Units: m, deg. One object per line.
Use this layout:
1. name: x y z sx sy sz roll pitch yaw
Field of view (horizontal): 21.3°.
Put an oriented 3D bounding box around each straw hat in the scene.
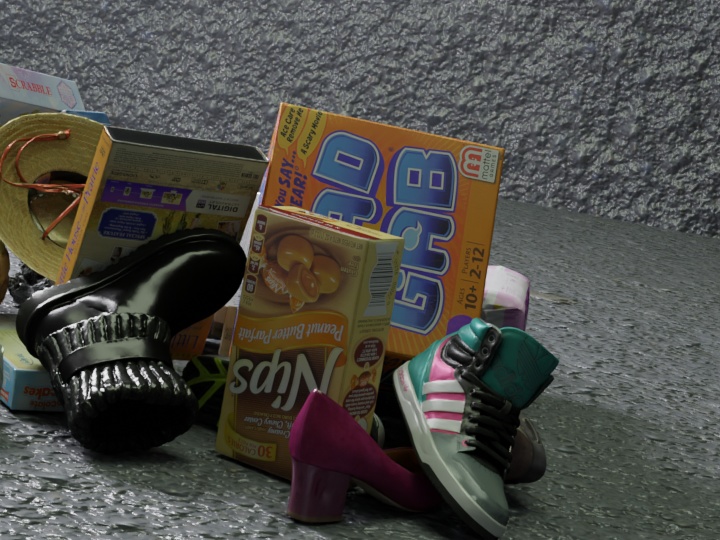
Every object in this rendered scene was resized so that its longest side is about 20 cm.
1. straw hat: -0.263 -0.042 1.745 0.199 0.085 0.202 13 51 -17

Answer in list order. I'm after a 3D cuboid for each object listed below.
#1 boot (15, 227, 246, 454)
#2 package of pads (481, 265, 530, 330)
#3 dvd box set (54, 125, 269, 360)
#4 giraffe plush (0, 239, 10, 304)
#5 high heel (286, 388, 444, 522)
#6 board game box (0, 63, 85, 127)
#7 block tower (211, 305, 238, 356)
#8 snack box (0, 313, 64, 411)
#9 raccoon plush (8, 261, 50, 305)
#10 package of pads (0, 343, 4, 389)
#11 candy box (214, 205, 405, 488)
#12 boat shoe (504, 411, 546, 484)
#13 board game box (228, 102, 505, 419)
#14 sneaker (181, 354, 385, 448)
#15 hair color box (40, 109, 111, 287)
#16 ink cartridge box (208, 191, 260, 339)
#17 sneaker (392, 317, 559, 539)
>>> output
1. boot: -0.158 0.058 1.529 0.210 0.080 0.158 -25 41 -20
2. package of pads: 0.123 0.069 1.874 0.075 0.122 0.200 11 10 5
3. dvd box set: -0.173 -0.018 1.599 0.145 0.201 0.029 5 29 -31
4. giraffe plush: -0.418 -0.045 1.692 0.198 0.164 0.173 -9 -18 -13
5. high heel: 0.020 0.132 1.451 0.067 0.097 0.199 16 11 32
6. board game box: -0.395 -0.134 1.819 0.199 0.041 0.199 -25 -13 21
7. block tower: -0.042 0.080 1.781 0.198 0.058 0.054 11 -19 -5
8. snack box: -0.275 0.077 1.645 0.115 0.037 0.200 5 11 -29
9. raccoon plush: -0.271 -0.021 1.936 0.198 0.135 0.097 15 9 27
10. package of pads: -0.391 0.066 1.495 0.199 0.069 0.154 19 14 41
11. candy box: -0.041 0.060 1.497 0.115 0.202 0.055 16 10 35
12. boat shoe: 0.111 0.141 1.610 0.064 0.072 0.200 27 2 -9
13. board game box: 0.000 0.000 1.679 0.198 0.202 0.200 11 -19 -5
14. sneaker: -0.056 0.108 1.590 0.199 0.076 0.076 18 13 34
15. hair color box: -0.261 -0.043 1.841 0.100 0.201 0.060 -34 -21 35
16. ink cartridge box: -0.087 -0.001 1.876 0.198 0.138 0.076 3 -20 33
17. sneaker: 0.103 0.107 1.470 0.083 0.121 0.201 39 17 -35
